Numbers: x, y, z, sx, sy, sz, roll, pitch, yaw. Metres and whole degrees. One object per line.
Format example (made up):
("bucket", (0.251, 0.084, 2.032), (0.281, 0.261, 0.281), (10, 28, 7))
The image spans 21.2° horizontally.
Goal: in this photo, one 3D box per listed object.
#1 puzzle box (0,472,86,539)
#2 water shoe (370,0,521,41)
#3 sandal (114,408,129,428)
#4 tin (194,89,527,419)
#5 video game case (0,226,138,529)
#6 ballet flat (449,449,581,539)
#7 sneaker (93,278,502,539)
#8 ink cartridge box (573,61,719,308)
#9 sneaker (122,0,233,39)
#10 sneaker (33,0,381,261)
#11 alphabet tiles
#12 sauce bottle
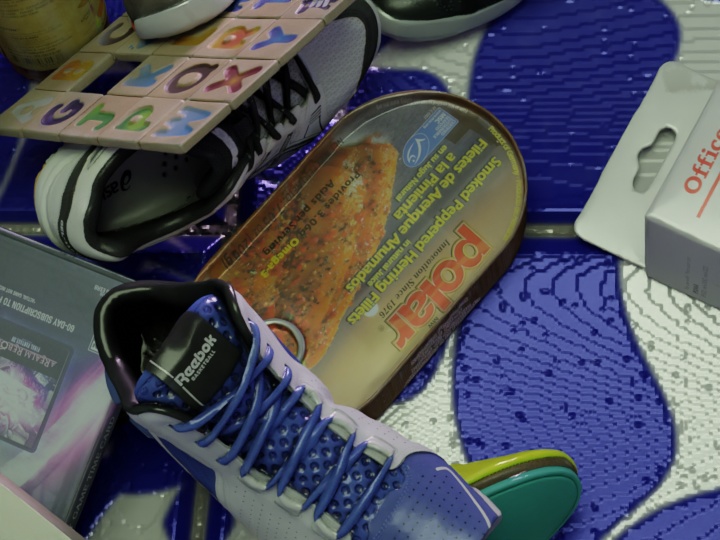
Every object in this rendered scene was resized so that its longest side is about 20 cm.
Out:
("puzzle box", (-0.131, 0.189, 0.820), (0.200, 0.025, 0.133), (38, 90, 7))
("water shoe", (0.084, -0.191, 0.990), (0.200, 0.079, 0.072), (-28, 64, -4))
("sandal", (-0.181, 0.046, 0.942), (0.199, 0.045, 0.075), (-9, 65, 5))
("tin", (0.000, 0.000, 0.940), (0.112, 0.042, 0.200), (36, 75, 25))
("video game case", (-0.191, 0.079, 0.910), (0.142, 0.019, 0.201), (21, 88, 18))
("ballet flat", (0.006, 0.134, 0.869), (0.200, 0.067, 0.067), (-38, 43, -7))
("sneaker", (-0.043, 0.068, 0.800), (0.199, 0.115, 0.081), (35, 82, 17))
("ink cartridge box", (0.210, -0.034, 0.906), (0.200, 0.068, 0.117), (25, 72, 18))
("sneaker", (-0.103, -0.203, 0.996), (0.077, 0.082, 0.200), (-17, 45, 16))
("sneaker", (-0.063, -0.066, 0.939), (0.200, 0.076, 0.088), (-38, 22, -8))
("alphabet tiles", (-0.072, -0.124, 0.957), (0.167, 0.008, 0.200), (9, 46, 48))
("sauce bottle", (-0.175, -0.167, 0.952), (0.066, 0.200, 0.066), (-2, 66, 5))
